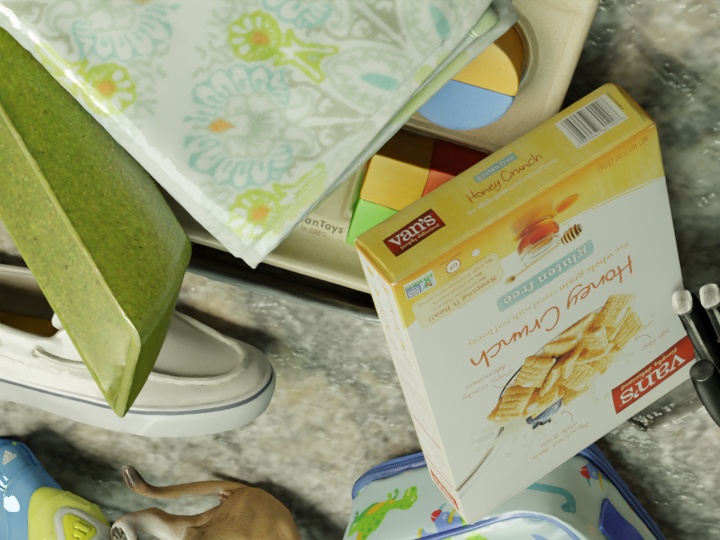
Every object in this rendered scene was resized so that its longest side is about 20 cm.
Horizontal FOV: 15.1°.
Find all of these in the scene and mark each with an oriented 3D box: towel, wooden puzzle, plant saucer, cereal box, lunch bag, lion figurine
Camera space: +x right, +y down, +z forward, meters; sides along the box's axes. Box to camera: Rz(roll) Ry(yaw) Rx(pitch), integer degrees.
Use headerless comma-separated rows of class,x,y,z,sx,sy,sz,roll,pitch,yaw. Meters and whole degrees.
towel,-0.054,-0.125,1.140,0.171,0.048,0.200,-45,101,0
wooden puzzle,-0.004,-0.078,1.229,0.185,0.046,0.200,16,122,-2
plant saucer,-0.135,-0.043,1.235,0.200,0.048,0.200,59,167,7
cereal box,0.083,0.019,1.272,0.144,0.040,0.200,-33,142,-11
lunch bag,0.097,0.176,1.479,0.161,0.083,0.200,-18,128,32
lion figurine,-0.046,0.178,1.498,0.072,0.122,0.200,-29,86,49

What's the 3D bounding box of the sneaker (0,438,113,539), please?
sneaker,-0.210,0.149,1.558,0.105,0.076,0.200,54,143,2

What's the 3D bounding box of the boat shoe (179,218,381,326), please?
boat shoe,0.000,-0.001,1.330,0.202,0.065,0.074,21,137,-8

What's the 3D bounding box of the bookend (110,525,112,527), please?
bookend,-0.051,0.255,1.595,0.198,0.092,0.200,3,135,10

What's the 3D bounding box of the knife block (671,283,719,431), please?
knife block,0.207,0.082,1.344,0.175,0.064,0.200,16,139,-15

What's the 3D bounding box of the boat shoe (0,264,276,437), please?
boat shoe,-0.141,0.031,1.403,0.200,0.071,0.070,12,129,3
